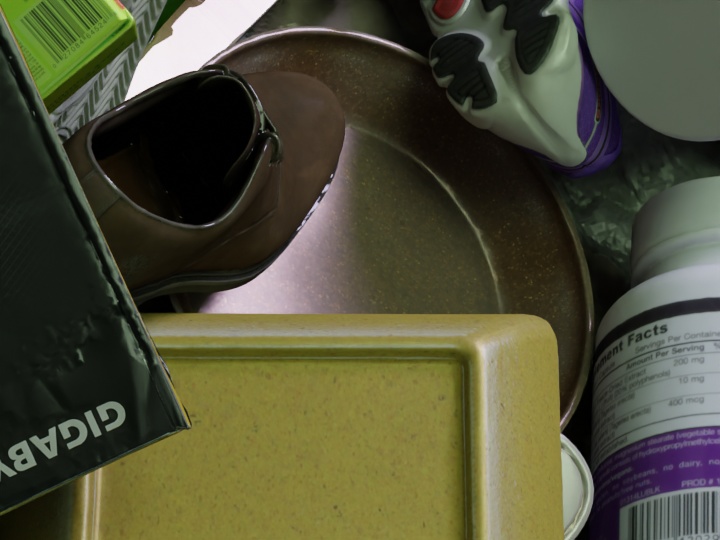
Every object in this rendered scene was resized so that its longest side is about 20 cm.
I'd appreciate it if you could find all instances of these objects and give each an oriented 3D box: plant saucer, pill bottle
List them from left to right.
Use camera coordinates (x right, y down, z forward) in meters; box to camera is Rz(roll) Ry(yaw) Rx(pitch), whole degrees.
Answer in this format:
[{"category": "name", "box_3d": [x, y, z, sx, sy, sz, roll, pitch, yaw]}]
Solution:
[{"category": "plant saucer", "box_3d": [-0.027, 0.095, 0.929, 0.199, 0.048, 0.200, 0, 63, -1]}, {"category": "plant saucer", "box_3d": [0.000, 0.000, 1.070, 0.200, 0.037, 0.201, 16, 56, -25]}, {"category": "pill bottle", "box_3d": [0.146, 0.067, 1.078, 0.111, 0.111, 0.200, 20, 56, -23]}, {"category": "pill bottle", "box_3d": [0.182, -0.123, 1.112, 0.200, 0.116, 0.116, -26, 81, -48]}]

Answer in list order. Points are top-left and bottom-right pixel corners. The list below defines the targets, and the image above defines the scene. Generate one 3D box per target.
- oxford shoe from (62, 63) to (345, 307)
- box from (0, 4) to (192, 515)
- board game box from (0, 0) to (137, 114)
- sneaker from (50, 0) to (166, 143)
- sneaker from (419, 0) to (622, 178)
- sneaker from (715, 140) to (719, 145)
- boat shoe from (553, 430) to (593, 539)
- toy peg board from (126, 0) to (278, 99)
[{"category": "oxford shoe", "box_3d": [-0.050, -0.037, 0.968, 0.073, 0.084, 0.200, 51, 33, 2]}, {"category": "box", "box_3d": [-0.175, 0.019, 0.852, 0.200, 0.049, 0.160, -24, 90, -4]}, {"category": "board game box", "box_3d": [-0.182, -0.053, 0.903, 0.200, 0.048, 0.102, -41, 90, -5]}, {"category": "sneaker", "box_3d": [-0.124, -0.093, 0.978, 0.084, 0.200, 0.075, 28, 5, 13]}, {"category": "sneaker", "box_3d": [0.065, -0.112, 1.146, 0.083, 0.081, 0.200, 42, 29, -39]}, {"category": "sneaker", "box_3d": [0.203, -0.065, 1.221, 0.200, 0.070, 0.078, 44, 51, 5]}, {"category": "boat shoe", "box_3d": [0.003, 0.131, 0.978, 0.200, 0.057, 0.067, -40, 92, -18]}, {"category": "toy peg board", "box_3d": [-0.089, -0.192, 1.078, 0.200, 0.098, 0.199, 45, 50, -4]}]
